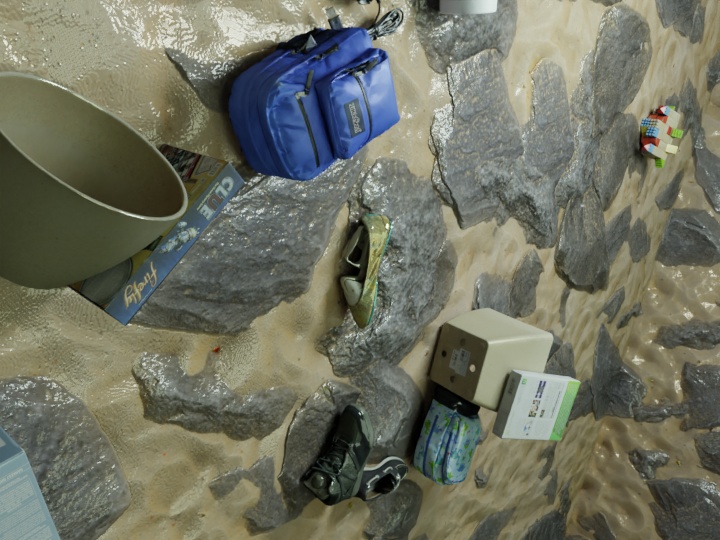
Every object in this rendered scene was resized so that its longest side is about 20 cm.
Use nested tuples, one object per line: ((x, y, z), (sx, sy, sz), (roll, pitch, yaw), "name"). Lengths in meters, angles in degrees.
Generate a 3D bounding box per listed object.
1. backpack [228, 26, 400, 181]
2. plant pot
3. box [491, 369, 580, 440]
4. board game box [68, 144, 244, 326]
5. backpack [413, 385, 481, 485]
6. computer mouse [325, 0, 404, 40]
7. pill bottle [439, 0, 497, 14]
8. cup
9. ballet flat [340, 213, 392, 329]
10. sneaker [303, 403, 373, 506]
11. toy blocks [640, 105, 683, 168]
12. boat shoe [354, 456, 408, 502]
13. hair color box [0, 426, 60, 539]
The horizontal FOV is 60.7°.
((-0.061, -0.215, 0.799), (0.200, 0.167, 0.163), (-37, 125, -29), "backpack")
((0.271, 0.200, 1.366), (0.176, 0.200, 0.201), (8, 100, -39), "plant pot")
((0.383, 0.295, 1.333), (0.199, 0.036, 0.145), (13, 97, -33), "box")
((-0.237, -0.048, 0.682), (0.200, 0.135, 0.035), (-54, 139, -18), "board game box")
((0.198, 0.384, 1.402), (0.201, 0.154, 0.163), (-57, 148, 4), "backpack")
((-0.011, -0.412, 0.871), (0.140, 0.046, 0.201), (-44, 140, -23), "computer mouse")
((0.176, -0.522, 0.984), (0.113, 0.113, 0.201), (-28, 126, -40), "pill bottle")
((-0.292, -0.067, 0.590), (0.143, 0.201, 0.200), (-46, 145, 17), "cup")
((0.000, 0.000, 1.051), (0.070, 0.070, 0.201), (1, 106, -50), "ballet flat")
((-0.040, 0.349, 1.137), (0.114, 0.076, 0.201), (-9, 118, -55), "sneaker")
((0.948, -0.444, 1.967), (0.136, 0.100, 0.201), (10, 99, -40), "toy blocks")
((0.047, 0.442, 1.293), (0.199, 0.060, 0.074), (15, 94, -52), "boat shoe")
((-0.385, 0.267, 0.672), (0.060, 0.099, 0.201), (-29, 126, -40), "hair color box")
